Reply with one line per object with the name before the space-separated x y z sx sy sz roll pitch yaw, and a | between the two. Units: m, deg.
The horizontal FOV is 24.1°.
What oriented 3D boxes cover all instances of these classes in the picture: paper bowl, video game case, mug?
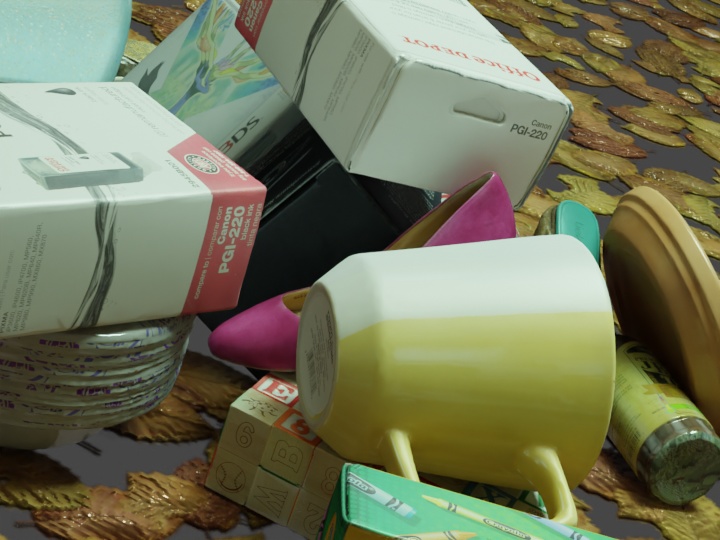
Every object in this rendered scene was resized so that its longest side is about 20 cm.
paper bowl | -0.201 0.028 0.993 0.199 0.105 0.201 17 24 -8
video game case | -0.134 -0.115 1.284 0.022 0.182 0.200 47 1 -38
mug | 0.051 0.056 0.944 0.151 0.151 0.187 3 14 -18

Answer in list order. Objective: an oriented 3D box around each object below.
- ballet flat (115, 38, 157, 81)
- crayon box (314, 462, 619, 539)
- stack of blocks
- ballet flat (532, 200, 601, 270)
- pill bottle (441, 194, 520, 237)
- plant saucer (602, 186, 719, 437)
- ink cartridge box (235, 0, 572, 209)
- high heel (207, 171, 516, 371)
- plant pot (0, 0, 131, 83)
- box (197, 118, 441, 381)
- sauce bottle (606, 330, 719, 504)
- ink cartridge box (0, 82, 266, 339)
ballet flat | -0.258 -0.179 1.459 0.198 0.071 0.071 9 25 -25
crayon box | 0.067 0.185 0.850 0.198 0.120 0.058 17 23 -8
stack of blocks | 0.022 0.128 1.014 0.199 0.059 0.115 26 24 13
ballet flat | 0.145 0.036 1.248 0.067 0.072 0.201 20 44 -18
pill bottle | 0.066 0.032 1.190 0.113 0.115 0.200 18 24 -5
plant saucer | 0.229 0.037 1.252 0.037 0.202 0.201 -20 33 -6
ink cartridge box | 0.025 -0.135 1.102 0.145 0.085 0.200 11 26 -34
high heel | 0.000 0.000 1.030 0.198 0.097 0.068 -9 28 -4
plant pot | -0.276 -0.154 1.237 0.194 0.197 0.201 7 42 -29
box | -0.030 -0.030 1.172 0.104 0.148 0.200 47 20 -15
sauce bottle | 0.197 0.089 1.235 0.064 0.065 0.200 9 27 -24
ink cartridge box | -0.174 -0.038 0.925 0.199 0.086 0.145 -9 36 -44
